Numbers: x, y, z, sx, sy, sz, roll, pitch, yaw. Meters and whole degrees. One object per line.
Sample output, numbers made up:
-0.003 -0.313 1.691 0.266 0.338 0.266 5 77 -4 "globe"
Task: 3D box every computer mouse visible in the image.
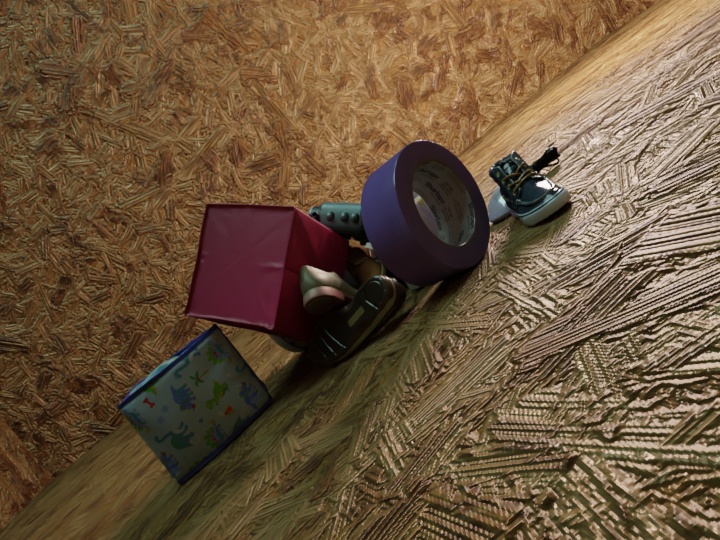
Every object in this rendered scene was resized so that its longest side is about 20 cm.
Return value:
0.284 -0.156 0.999 0.109 0.044 0.200 -29 12 49 "computer mouse"

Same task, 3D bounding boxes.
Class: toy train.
-0.004 -0.093 1.036 0.195 0.088 0.113 7 -3 26 "toy train"

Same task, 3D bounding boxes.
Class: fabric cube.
-0.158 0.010 0.972 0.191 0.206 0.199 6 -9 26 "fabric cube"

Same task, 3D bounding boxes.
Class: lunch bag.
-0.273 0.217 0.934 0.199 0.172 0.127 -38 10 -5 "lunch bag"

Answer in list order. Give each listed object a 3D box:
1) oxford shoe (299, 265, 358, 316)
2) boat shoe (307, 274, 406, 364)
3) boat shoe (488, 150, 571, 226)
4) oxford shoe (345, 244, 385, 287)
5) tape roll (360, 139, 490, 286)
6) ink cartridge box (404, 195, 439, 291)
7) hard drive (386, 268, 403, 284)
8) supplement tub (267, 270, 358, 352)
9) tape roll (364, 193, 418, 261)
-0.032 0.038 0.927 0.070 0.075 0.199 -30 -28 18 "oxford shoe"
-0.002 0.087 0.873 0.074 0.076 0.202 6 -39 -49 "boat shoe"
0.243 -0.127 0.826 0.070 0.092 0.200 -36 7 5 "boat shoe"
0.000 0.000 1.039 0.073 0.070 0.200 -66 18 12 "oxford shoe"
0.101 -0.086 0.835 0.084 0.202 0.200 -29 10 47 "tape roll"
0.125 -0.073 0.971 0.200 0.118 0.067 -43 8 -39 "ink cartridge box"
0.068 -0.002 1.126 0.134 0.043 0.200 -40 7 -14 "hard drive"
-0.103 0.053 1.134 0.200 0.145 0.146 -44 4 16 "supplement tub"
0.066 -0.117 1.166 0.205 0.036 0.204 -60 15 27 "tape roll"
